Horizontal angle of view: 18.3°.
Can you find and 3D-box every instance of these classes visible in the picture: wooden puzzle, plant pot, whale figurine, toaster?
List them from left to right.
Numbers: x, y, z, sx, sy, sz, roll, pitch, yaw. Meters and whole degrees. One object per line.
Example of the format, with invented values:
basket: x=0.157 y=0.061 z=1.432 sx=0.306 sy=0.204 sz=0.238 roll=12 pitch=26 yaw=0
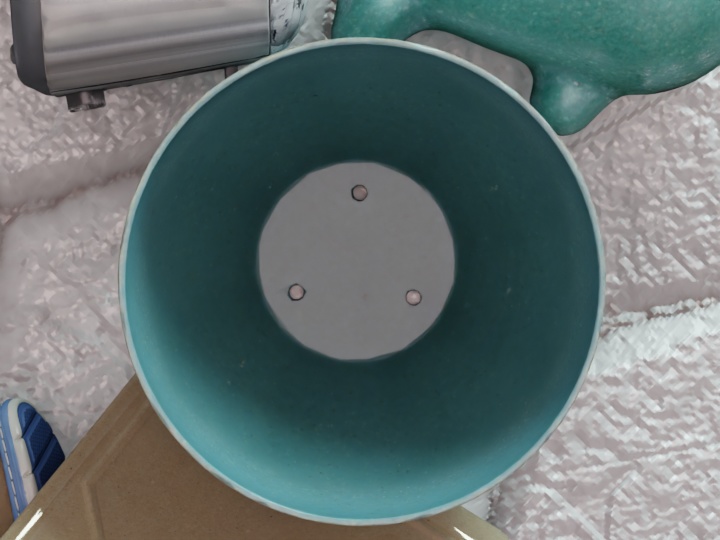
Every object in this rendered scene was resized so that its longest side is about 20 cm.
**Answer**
toaster: x=-0.091 y=-0.171 z=0.977 sx=0.129 sy=0.114 sz=0.201 roll=-4 pitch=92 yaw=-5
wooden puzzle: x=-0.054 y=0.136 z=0.968 sx=0.185 sy=0.037 sz=0.200 roll=32 pitch=48 yaw=8
plant pot: x=0.000 y=0.000 z=0.977 sx=0.199 sy=0.135 sz=0.201 roll=0 pitch=95 yaw=-1
whale figurine: x=0.083 y=-0.139 z=0.984 sx=0.199 sy=0.104 sz=0.160 roll=-4 pitch=95 yaw=-1

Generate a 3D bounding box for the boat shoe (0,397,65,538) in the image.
boat shoe: x=-0.160 y=0.158 z=1.014 sx=0.072 sy=0.072 sz=0.201 roll=-8 pitch=99 yaw=7
